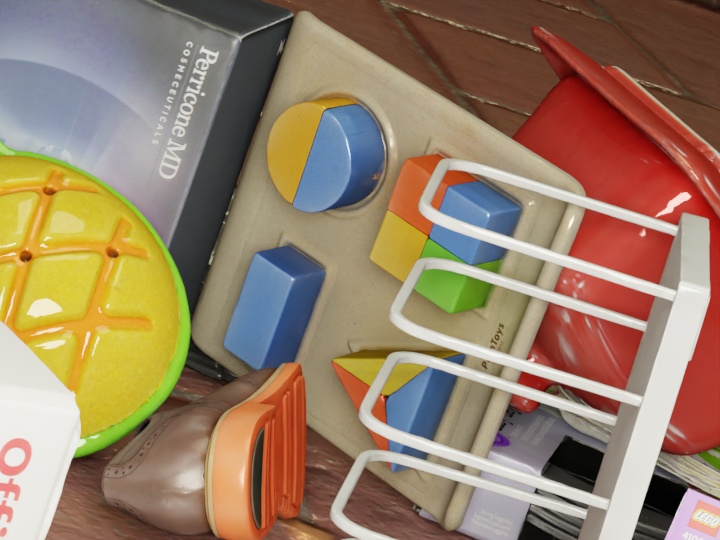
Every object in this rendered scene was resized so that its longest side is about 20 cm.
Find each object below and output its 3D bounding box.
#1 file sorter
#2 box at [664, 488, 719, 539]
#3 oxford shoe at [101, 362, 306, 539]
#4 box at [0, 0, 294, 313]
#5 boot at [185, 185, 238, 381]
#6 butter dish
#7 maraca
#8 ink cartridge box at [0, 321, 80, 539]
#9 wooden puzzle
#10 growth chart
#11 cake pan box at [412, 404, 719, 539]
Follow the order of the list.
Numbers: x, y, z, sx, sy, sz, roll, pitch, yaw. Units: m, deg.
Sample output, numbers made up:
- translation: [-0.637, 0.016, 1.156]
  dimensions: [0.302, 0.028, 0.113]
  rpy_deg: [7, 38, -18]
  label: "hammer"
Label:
- translation: [0.063, 0.068, 1.229]
  dimensions: [0.124, 0.201, 0.139]
  rpy_deg: [17, 14, 3]
  label: "file sorter"
- translation: [0.222, 0.169, 1.254]
  dimensions: [0.199, 0.039, 0.137]
  rpy_deg: [23, -19, 11]
  label: "box"
- translation: [-0.065, 0.078, 1.279]
  dimensions: [0.072, 0.071, 0.200]
  rpy_deg: [0, 1, 8]
  label: "oxford shoe"
- translation: [-0.164, -0.065, 1.396]
  dimensions: [0.198, 0.201, 0.123]
  rpy_deg: [21, 14, 6]
  label: "box"
- translation: [-0.113, -0.019, 1.530]
  dimensions: [0.200, 0.070, 0.132]
  rpy_deg: [33, 28, 3]
  label: "boot"
- translation: [0.122, 0.012, 1.384]
  dimensions: [0.200, 0.148, 0.199]
  rpy_deg: [53, -1, -32]
  label: "butter dish"
- translation: [-0.166, 0.000, 1.290]
  dimensions: [0.200, 0.107, 0.137]
  rpy_deg: [43, 65, 12]
  label: "maraca"
- translation: [-0.210, 0.079, 0.921]
  dimensions: [0.200, 0.145, 0.084]
  rpy_deg: [10, 17, -35]
  label: "ink cartridge box"
- translation: [0.000, 0.000, 1.358]
  dimensions: [0.200, 0.186, 0.046]
  rpy_deg: [36, 28, 33]
  label: "wooden puzzle"
- translation: [0.168, 0.085, 1.468]
  dimensions: [0.200, 0.018, 0.145]
  rpy_deg: [26, 15, 20]
  label: "growth chart"
- translation: [0.135, 0.115, 1.446]
  dimensions: [0.184, 0.052, 0.200]
  rpy_deg: [21, 15, 11]
  label: "cake pan box"
